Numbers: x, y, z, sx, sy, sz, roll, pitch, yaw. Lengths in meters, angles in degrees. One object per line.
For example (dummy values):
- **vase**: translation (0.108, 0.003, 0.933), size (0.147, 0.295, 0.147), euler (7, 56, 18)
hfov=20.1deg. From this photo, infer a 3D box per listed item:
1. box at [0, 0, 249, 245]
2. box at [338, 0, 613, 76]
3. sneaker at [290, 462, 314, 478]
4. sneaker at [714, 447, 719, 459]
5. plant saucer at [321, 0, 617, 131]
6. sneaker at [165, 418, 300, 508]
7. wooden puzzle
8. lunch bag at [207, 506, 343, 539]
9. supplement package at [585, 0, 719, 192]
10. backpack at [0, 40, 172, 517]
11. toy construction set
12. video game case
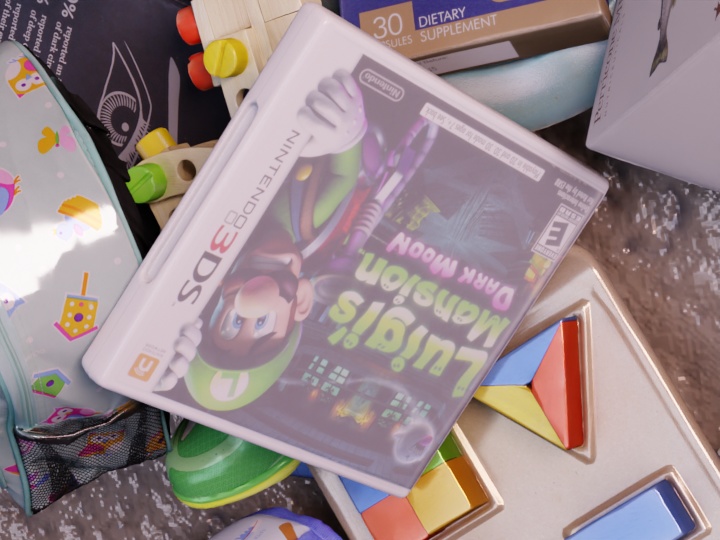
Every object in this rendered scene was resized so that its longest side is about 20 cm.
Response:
- **box**: translation (-0.107, -0.088, 1.064), size (0.199, 0.104, 0.148), euler (26, 113, 17)
- **box**: translation (0.044, -0.189, 0.935), size (0.121, 0.032, 0.201), euler (-11, 69, 17)
- **sneaker**: translation (0.034, 0.099, 1.062), size (0.199, 0.076, 0.077), euler (-4, 97, 28)
- **sneaker**: translation (0.227, 0.170, 0.990), size (0.200, 0.075, 0.088), euler (45, 117, 8)
- **plant saucer**: translation (0.063, -0.161, 0.953), size (0.199, 0.027, 0.201), euler (-6, 73, 20)
- **sneaker**: translation (-0.036, 0.026, 0.995), size (0.200, 0.084, 0.074), euler (-51, 41, 3)
- **wooden puzzle**: translation (0.080, 0.116, 0.985), size (0.185, 0.046, 0.200), euler (-34, 84, 18)
- **lunch bag**: translation (-0.091, 0.221, 1.063), size (0.124, 0.170, 0.200), euler (46, 148, 5)
- **supplement package**: translation (0.184, -0.110, 0.802), size (0.117, 0.200, 0.117), euler (16, 73, -9)
- **backpack**: translation (-0.169, 0.004, 0.925), size (0.176, 0.153, 0.200), euler (60, 155, 23)
- **toy construction set**: translation (-0.075, -0.097, 0.943), size (0.131, 0.092, 0.201), euler (-15, 107, 28)
- **video game case**: translation (0.000, 0.000, 0.900), size (0.182, 0.200, 0.023), euler (-57, 43, 8)
